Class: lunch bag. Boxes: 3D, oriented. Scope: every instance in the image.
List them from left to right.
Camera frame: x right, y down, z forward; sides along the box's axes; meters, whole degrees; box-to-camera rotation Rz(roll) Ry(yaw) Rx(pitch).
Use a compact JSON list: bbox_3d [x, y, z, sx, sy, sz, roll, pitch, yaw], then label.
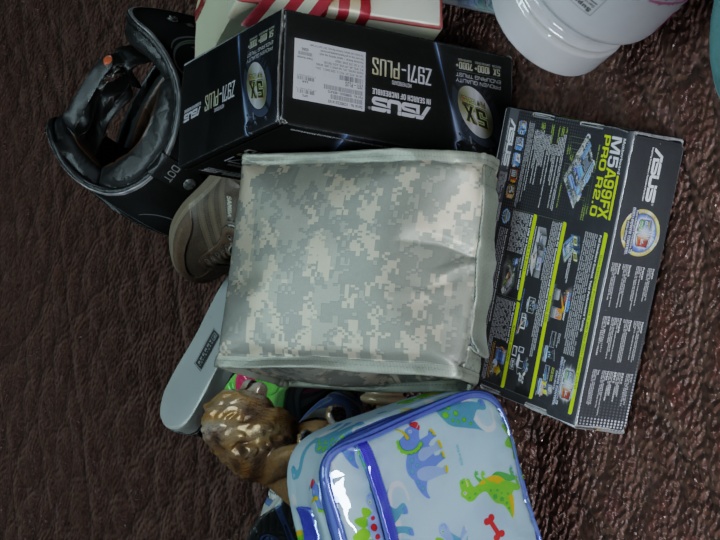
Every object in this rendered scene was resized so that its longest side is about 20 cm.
[{"bbox_3d":[0.012,0.001,1.564,0.199,0.117,0.165,0,79,33],"label":"lunch bag"},{"bbox_3d":[0.041,0.190,1.475,0.082,0.160,0.201,-7,98,62],"label":"lunch bag"}]

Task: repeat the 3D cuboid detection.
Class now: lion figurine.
[{"bbox_3d":[-0.031,0.162,1.647,0.200,0.072,0.122,52,140,-9],"label":"lion figurine"}]

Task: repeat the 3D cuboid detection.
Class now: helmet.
[{"bbox_3d":[-0.153,-0.124,1.903,0.199,0.190,0.201,-6,80,35],"label":"helmet"}]

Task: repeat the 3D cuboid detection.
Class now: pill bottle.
[{"bbox_3d":[0.177,-0.218,1.425,0.200,0.113,0.114,-43,48,48],"label":"pill bottle"}]

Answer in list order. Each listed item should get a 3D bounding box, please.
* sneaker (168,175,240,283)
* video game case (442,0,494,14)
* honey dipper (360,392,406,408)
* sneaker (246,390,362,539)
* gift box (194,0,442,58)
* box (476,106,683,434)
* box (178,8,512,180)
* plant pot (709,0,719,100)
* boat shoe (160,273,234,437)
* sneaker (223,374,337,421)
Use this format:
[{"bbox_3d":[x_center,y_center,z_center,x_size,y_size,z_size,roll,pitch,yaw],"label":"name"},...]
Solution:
[{"bbox_3d":[-0.102,-0.035,1.798,0.200,0.070,0.076,-56,43,47],"label":"sneaker"},{"bbox_3d":[0.114,-0.292,1.645,0.182,0.024,0.201,24,103,59],"label":"video game case"},{"bbox_3d":[0.014,0.156,1.699,0.038,0.038,0.201,4,90,60],"label":"honey dipper"},{"bbox_3d":[-0.037,0.182,1.756,0.201,0.075,0.077,-67,-6,35],"label":"sneaker"},{"bbox_3d":[-0.045,-0.235,1.699,0.187,0.199,0.185,132,137,-63],"label":"gift box"},{"bbox_3d":[0.139,-0.004,1.507,0.160,0.044,0.201,18,99,60],"label":"box"},{"bbox_3d":[-0.012,-0.117,1.640,0.164,0.199,0.087,-17,68,57],"label":"box"},{"bbox_3d":[0.289,-0.116,1.129,0.200,0.187,0.201,-22,64,57],"label":"plant pot"},{"bbox_3d":[-0.096,0.058,1.875,0.200,0.064,0.071,-55,42,19],"label":"boat shoe"},{"bbox_3d":[-0.048,0.069,1.743,0.077,0.084,0.200,52,138,12],"label":"sneaker"}]
